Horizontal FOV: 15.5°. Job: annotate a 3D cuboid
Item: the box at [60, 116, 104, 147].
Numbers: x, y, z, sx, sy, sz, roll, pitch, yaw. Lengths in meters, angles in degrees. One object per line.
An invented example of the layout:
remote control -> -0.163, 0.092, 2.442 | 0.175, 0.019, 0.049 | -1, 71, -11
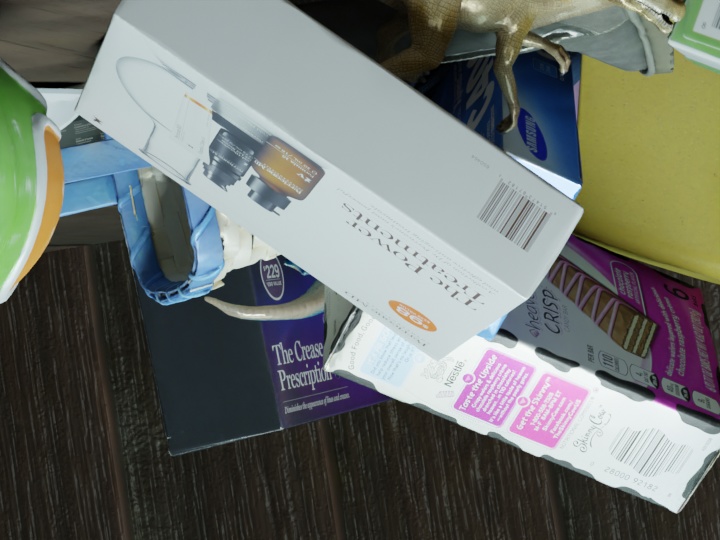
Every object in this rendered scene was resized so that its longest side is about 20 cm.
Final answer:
box -> -0.146, -0.084, 1.746 | 0.200, 0.046, 0.159 | -10, 178, 41

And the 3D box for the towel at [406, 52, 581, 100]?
towel -> 0.071, -0.108, 1.493 | 0.112, 0.049, 0.200 | -45, 170, 14

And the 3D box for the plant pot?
plant pot -> 0.204, -0.080, 1.435 | 0.176, 0.201, 0.200 | 3, 180, 5

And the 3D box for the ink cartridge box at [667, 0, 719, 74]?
ink cartridge box -> 0.207, -0.110, 1.237 | 0.104, 0.059, 0.200 | 21, -175, 9

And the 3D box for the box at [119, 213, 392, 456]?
box -> -0.056, 0.024, 1.561 | 0.079, 0.142, 0.200 | -15, 178, 20

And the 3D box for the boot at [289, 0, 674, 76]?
boot -> 0.039, -0.114, 1.212 | 0.199, 0.073, 0.182 | -15, 165, 8

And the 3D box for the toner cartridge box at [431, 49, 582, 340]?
toner cartridge box -> 0.066, -0.058, 1.296 | 0.043, 0.095, 0.200 | 22, -153, -10

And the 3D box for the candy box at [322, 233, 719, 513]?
candy box -> 0.082, 0.028, 1.333 | 0.199, 0.061, 0.137 | 22, -152, -13

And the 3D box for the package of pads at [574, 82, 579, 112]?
package of pads -> 0.220, -0.127, 1.691 | 0.120, 0.076, 0.200 | -11, 178, 33

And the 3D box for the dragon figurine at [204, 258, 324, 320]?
dragon figurine -> 0.000, 0.000, 1.438 | 0.200, 0.059, 0.099 | -30, 180, -24

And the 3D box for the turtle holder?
turtle holder -> -0.216, -0.040, 1.162 | 0.185, 0.141, 0.132 | -11, 179, 21

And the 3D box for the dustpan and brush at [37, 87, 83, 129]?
dustpan and brush -> -0.271, -0.062, 1.551 | 0.199, 0.057, 0.139 | -9, 179, 31

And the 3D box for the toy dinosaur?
toy dinosaur -> 0.031, -0.113, 1.101 | 0.199, 0.101, 0.058 | 6, -145, -21

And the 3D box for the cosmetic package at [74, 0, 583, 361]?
cosmetic package -> -0.019, -0.047, 1.108 | 0.200, 0.052, 0.151 | 34, 166, -3

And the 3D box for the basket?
basket -> -0.110, -0.051, 1.326 | 0.199, 0.140, 0.176 | -17, -179, -20
